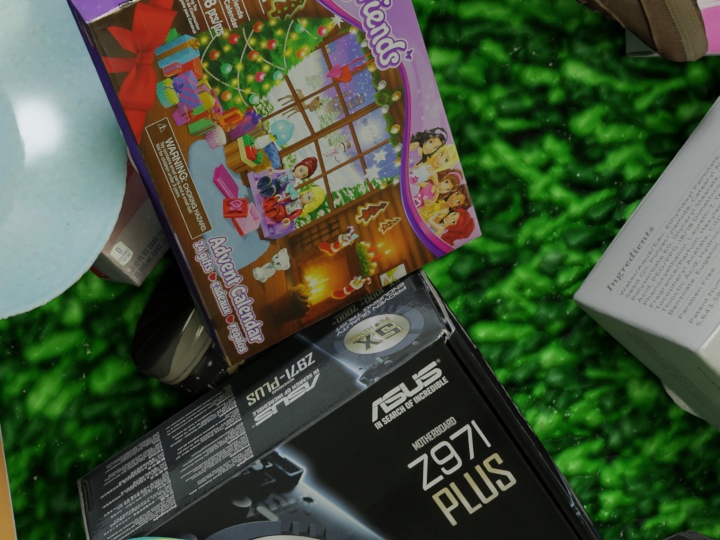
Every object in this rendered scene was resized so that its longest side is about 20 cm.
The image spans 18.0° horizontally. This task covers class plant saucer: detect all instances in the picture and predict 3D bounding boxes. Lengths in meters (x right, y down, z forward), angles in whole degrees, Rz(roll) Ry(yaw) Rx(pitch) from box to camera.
[{"bbox_3d":[-0.192,-0.066,0.960,0.200,0.039,0.203,18,58,-32],"label":"plant saucer"}]

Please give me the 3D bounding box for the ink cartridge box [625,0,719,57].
[{"bbox_3d":[0.189,-0.216,1.223,0.094,0.037,0.202,-3,94,-25],"label":"ink cartridge box"}]

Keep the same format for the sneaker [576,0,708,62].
[{"bbox_3d":[0.108,-0.173,1.134,0.075,0.071,0.200,-24,129,15],"label":"sneaker"}]

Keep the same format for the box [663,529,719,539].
[{"bbox_3d":[0.127,0.252,1.226,0.199,0.044,0.162,-21,102,-22],"label":"box"}]

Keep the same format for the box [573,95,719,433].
[{"bbox_3d":[0.258,0.006,1.202,0.199,0.131,0.201,40,83,-27],"label":"box"}]

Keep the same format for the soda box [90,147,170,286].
[{"bbox_3d":[-0.079,-0.091,1.092,0.070,0.063,0.200,42,76,-20],"label":"soda box"}]

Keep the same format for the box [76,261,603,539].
[{"bbox_3d":[-0.007,0.122,1.084,0.199,0.086,0.164,-33,116,4],"label":"box"}]

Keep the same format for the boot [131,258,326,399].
[{"bbox_3d":[-0.001,0.000,1.130,0.153,0.073,0.204,36,88,-24],"label":"boot"}]

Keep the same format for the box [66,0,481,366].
[{"bbox_3d":[-0.034,-0.067,1.006,0.136,0.039,0.201,-28,130,-9],"label":"box"}]

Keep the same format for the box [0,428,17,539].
[{"bbox_3d":[-0.231,0.076,1.017,0.123,0.097,0.202,-11,98,-24],"label":"box"}]

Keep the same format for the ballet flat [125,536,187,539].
[{"bbox_3d":[-0.030,0.179,1.018,0.199,0.067,0.067,27,111,-21],"label":"ballet flat"}]
